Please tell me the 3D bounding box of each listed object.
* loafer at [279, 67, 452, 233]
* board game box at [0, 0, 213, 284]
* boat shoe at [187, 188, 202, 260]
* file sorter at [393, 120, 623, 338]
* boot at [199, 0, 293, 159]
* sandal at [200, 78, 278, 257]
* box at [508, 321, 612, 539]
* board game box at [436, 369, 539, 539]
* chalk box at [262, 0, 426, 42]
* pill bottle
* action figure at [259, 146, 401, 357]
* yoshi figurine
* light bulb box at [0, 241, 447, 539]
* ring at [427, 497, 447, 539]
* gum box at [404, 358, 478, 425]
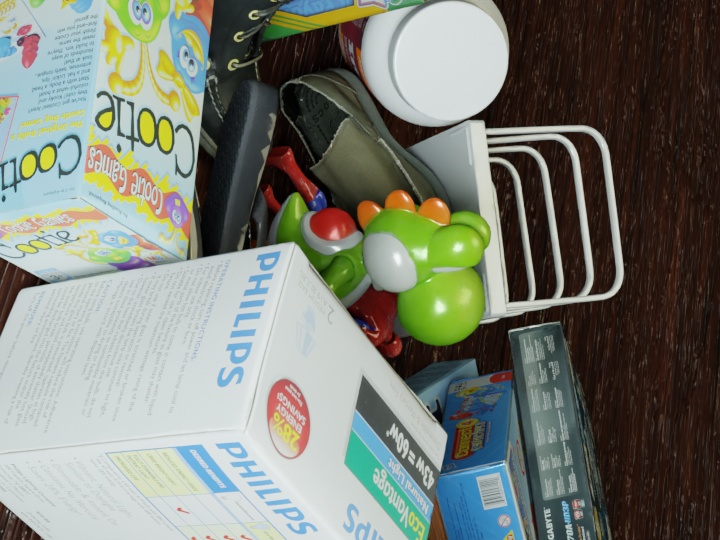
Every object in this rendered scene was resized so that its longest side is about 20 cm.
[{"bbox_3d":[-0.004,-0.071,1.238,0.069,0.075,0.201,3,42,-46],"label":"loafer"},{"bbox_3d":[-0.160,-0.108,0.982,0.103,0.104,0.202,35,53,-53],"label":"board game box"},{"bbox_3d":[-0.121,-0.044,1.068,0.062,0.072,0.203,7,72,-57],"label":"boat shoe"},{"bbox_3d":[0.099,-0.029,1.292,0.123,0.200,0.141,-5,85,-24],"label":"file sorter"},{"bbox_3d":[-0.064,-0.172,1.120,0.074,0.152,0.205,-49,124,-54],"label":"boot"},{"bbox_3d":[-0.079,-0.024,1.090,0.042,0.076,0.202,18,82,-21],"label":"sandal"},{"bbox_3d":[0.165,0.166,1.334,0.159,0.045,0.202,63,18,-55],"label":"box"},{"bbox_3d":[0.110,0.204,1.278,0.196,0.055,0.202,-66,143,-73],"label":"board game box"},{"bbox_3d":[-0.003,-0.263,1.207,0.125,0.198,0.125,62,34,-29],"label":"chalk box"},{"bbox_3d":[0.049,-0.173,1.280,0.200,0.112,0.114,-119,-169,-73],"label":"pill bottle"},{"bbox_3d":[-0.023,-0.003,1.253,0.200,0.051,0.066,52,44,-32],"label":"action figure"},{"bbox_3d":[0.002,0.016,1.141,0.112,0.198,0.114,40,48,-50],"label":"yoshi figurine"},{"bbox_3d":[-0.084,0.101,0.962,0.199,0.198,0.126,53,40,-41],"label":"light bulb box"},{"bbox_3d":[-0.015,0.223,1.162,0.199,0.019,0.203,-7,101,-37],"label":"ring"},{"bbox_3d":[0.052,0.179,1.345,0.200,0.044,0.172,-23,103,-60],"label":"gum box"}]
